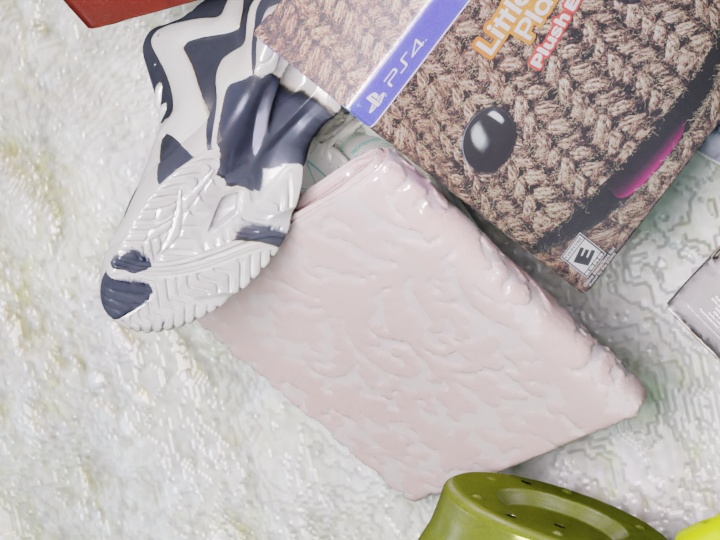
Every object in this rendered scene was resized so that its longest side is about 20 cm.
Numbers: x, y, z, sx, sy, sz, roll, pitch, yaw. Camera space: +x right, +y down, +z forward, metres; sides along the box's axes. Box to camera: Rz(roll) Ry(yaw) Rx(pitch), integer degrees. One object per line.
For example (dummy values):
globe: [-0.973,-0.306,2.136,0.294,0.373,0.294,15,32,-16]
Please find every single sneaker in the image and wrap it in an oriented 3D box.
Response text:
sneaker: [-0.082,-0.068,1.381,0.079,0.130,0.200,24,96,-26]
sneaker: [-0.001,-0.061,1.445,0.070,0.080,0.200,-42,62,-13]

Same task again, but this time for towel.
towel: [0.024,0.034,1.410,0.200,0.032,0.191,41,140,-20]

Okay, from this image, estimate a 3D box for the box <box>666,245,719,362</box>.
box: [0.297,0.015,1.385,0.200,0.050,0.199,45,107,11]

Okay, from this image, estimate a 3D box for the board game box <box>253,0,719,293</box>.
board game box: [0.078,-0.113,1.311,0.160,0.200,0.097,-53,41,3]

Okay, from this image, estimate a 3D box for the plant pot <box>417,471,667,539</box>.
plant pot: [0.079,0.217,1.407,0.199,0.200,0.194,18,99,16]

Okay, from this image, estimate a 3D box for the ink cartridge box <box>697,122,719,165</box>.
ink cartridge box: [0.265,-0.120,1.342,0.198,0.043,0.201,33,100,35]

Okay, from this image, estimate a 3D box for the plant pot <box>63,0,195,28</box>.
plant pot: [-0.090,-0.241,1.411,0.199,0.200,0.177,-12,105,34]

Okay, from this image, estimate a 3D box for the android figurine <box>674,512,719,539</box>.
android figurine: [0.244,0.201,1.402,0.199,0.041,0.183,-29,90,37]
